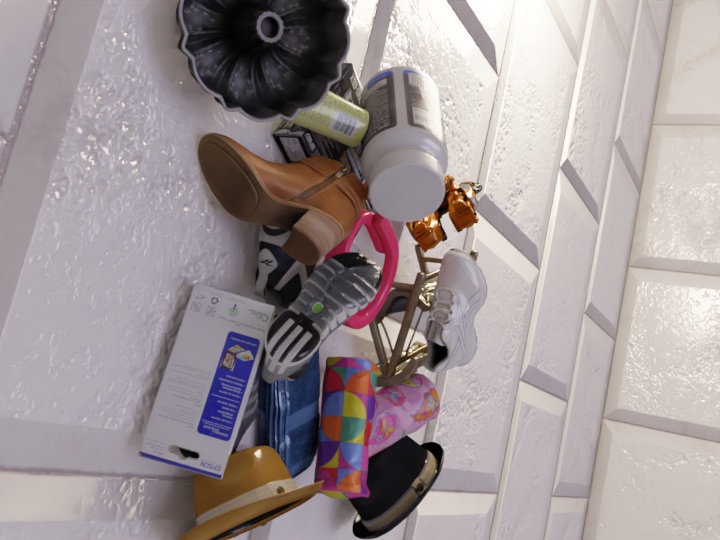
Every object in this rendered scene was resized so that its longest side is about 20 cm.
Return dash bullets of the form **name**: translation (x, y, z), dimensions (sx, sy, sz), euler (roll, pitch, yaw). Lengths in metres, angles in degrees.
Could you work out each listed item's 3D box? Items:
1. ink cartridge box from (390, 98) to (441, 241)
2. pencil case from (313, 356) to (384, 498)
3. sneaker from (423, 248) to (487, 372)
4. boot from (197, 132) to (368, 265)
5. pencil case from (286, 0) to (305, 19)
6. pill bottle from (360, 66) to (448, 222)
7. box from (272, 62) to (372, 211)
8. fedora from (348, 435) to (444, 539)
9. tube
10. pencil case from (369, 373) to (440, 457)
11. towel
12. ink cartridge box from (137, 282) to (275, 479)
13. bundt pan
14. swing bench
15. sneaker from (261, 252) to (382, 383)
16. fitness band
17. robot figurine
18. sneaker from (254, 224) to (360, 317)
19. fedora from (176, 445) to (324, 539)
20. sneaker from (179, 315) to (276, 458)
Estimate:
- **ink cartridge box**: translation (0.074, -0.152, 1.224), dimensions (0.200, 0.043, 0.198), euler (104, 2, -73)
- **pencil case**: translation (-0.017, 0.218, 1.071), dimensions (0.088, 0.088, 0.202), euler (40, 52, -54)
- **sneaker**: translation (0.136, 0.066, 1.129), dimensions (0.087, 0.074, 0.202), euler (-24, 121, -45)
- **boot**: translation (-0.085, -0.113, 0.913), dimensions (0.077, 0.199, 0.155), euler (-51, -179, 42)
- **pencil case**: translation (-0.052, -0.376, 0.963), dimensions (0.200, 0.086, 0.078), euler (-49, 156, -42)
- **pill bottle**: translation (0.056, -0.166, 0.992), dimensions (0.114, 0.113, 0.201), euler (62, 20, -44)
- **box**: translation (-0.031, -0.164, 1.073), dimensions (0.158, 0.049, 0.201), euler (-61, 143, -32)
- **fedora**: translation (0.039, 0.332, 1.229), dimensions (0.092, 0.200, 0.201), euler (48, 46, -7)
- **tube**: translation (-0.083, -0.213, 0.934), dimensions (0.199, 0.052, 0.058), euler (19, 36, -30)
- **pencil case**: translation (0.034, 0.233, 1.188), dimensions (0.199, 0.087, 0.088), euler (-24, 117, -35)
- **towel**: translation (-0.093, 0.185, 1.044), dimensions (0.111, 0.048, 0.202), euler (-14, 108, -58)
- **ink cartridge box**: translation (-0.171, 0.123, 0.857), dimensions (0.039, 0.099, 0.202), euler (122, -15, -74)
- **bundt pan**: translation (-0.113, -0.268, 0.839), dimensions (0.200, 0.076, 0.204), euler (-8, 107, -28)
- **swing bench**: translation (0.094, 0.075, 1.243), dimensions (0.198, 0.129, 0.202), euler (-19, 113, -53)
- **sneaker**: translation (-0.057, 0.063, 0.919), dimensions (0.200, 0.075, 0.116), euler (-41, 167, -40)
- **fitness band**: translation (0.000, 0.000, 1.040), dimensions (0.144, 0.037, 0.200), euler (-61, 156, -16)
- **robot figurine**: translation (0.133, -0.101, 1.232), dimensions (0.058, 0.144, 0.200), euler (56, 13, -18)
- **sneaker**: translation (-0.077, 0.009, 1.013), dimensions (0.199, 0.079, 0.131), euler (18, 89, -67)
- **fedora**: translation (-0.142, 0.268, 0.916), dimensions (0.200, 0.200, 0.082), euler (6, 53, -59)
- **sneaker**: translation (-0.153, 0.139, 0.928), dimensions (0.201, 0.073, 0.081), euler (-66, 153, -13)
